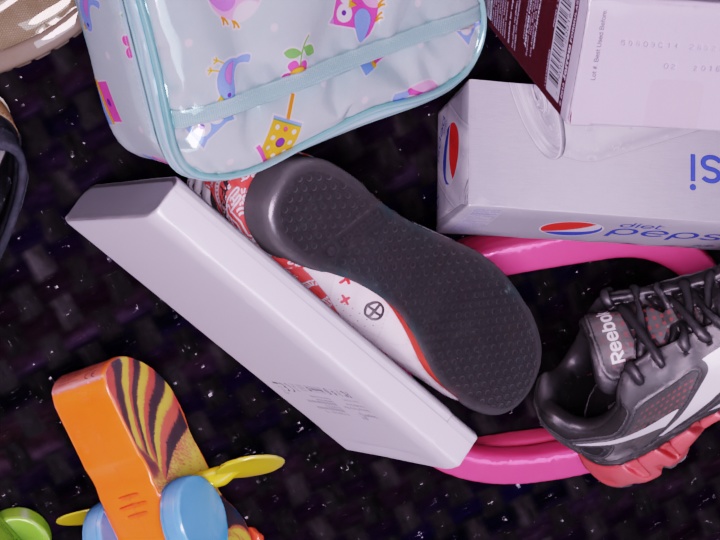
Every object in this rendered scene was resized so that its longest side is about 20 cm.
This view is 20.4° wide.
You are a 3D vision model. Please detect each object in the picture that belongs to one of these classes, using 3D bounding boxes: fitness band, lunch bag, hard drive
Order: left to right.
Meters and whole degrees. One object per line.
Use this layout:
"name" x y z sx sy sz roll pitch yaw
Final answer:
"hard drive" -0.046 0.027 0.999 0.200 0.132 0.026 41 73 -21
"lunch bag" -0.031 -0.134 0.929 0.200 0.077 0.161 -24 114 -28
"fitness band" 0.106 0.043 1.088 0.200 0.037 0.144 -10 114 -7

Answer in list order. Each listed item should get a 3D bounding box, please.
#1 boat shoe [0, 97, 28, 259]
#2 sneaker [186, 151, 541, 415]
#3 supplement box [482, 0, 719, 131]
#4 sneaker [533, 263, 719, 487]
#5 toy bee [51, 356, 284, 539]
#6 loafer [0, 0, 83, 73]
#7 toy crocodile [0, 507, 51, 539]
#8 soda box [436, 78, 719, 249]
"boat shoe" -0.218 0.005 0.988 0.075 0.062 0.200 12 111 -42
"sneaker" 0.000 -0.001 1.017 0.201 0.108 0.067 37 80 -33
"supplement box" 0.123 -0.124 0.930 0.109 0.200 0.061 2 113 -11
"sneaker" 0.167 0.035 1.006 0.098 0.071 0.200 26 127 -39
"toy bee" -0.101 0.138 1.067 0.131 0.109 0.200 4 101 21
"loafer" -0.192 -0.125 0.939 0.200 0.076 0.067 -32 120 3
"toy crocodile" -0.173 0.189 1.079 0.062 0.068 0.200 -35 115 5
"soda box" 0.141 -0.052 1.027 0.200 0.063 0.068 4 78 -12
